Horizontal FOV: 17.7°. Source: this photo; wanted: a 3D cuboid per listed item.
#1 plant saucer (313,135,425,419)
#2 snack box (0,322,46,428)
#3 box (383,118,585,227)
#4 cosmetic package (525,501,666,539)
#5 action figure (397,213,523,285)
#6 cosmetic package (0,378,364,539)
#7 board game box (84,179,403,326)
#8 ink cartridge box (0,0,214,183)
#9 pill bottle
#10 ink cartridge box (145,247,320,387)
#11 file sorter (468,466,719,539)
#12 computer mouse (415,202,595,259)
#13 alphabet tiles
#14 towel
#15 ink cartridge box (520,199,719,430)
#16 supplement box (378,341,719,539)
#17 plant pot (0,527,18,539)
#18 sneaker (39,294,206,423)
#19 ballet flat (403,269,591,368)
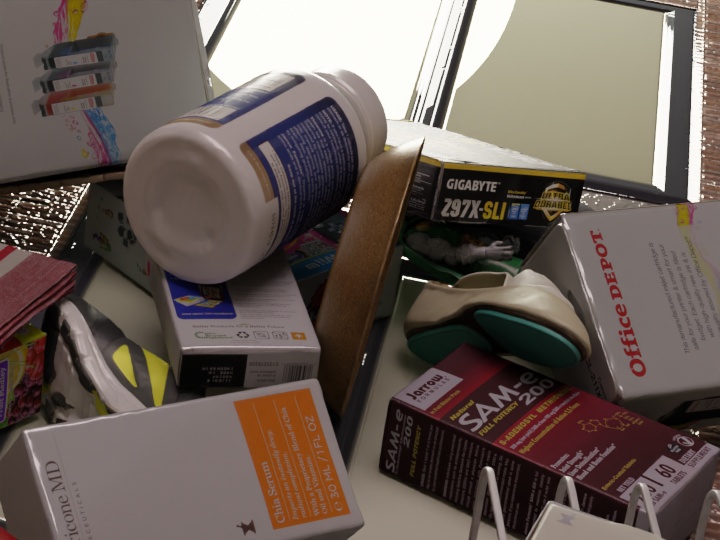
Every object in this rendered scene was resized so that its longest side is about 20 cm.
[{"bbox_3d":[0.000,0.000,1.581,0.035,0.201,0.200,17,28,2],"label":"plant saucer"},{"bbox_3d":[-0.334,0.063,1.511,0.168,0.068,0.199,28,32,33],"label":"snack box"},{"bbox_3d":[0.048,-0.078,1.775,0.159,0.050,0.199,4,11,-43],"label":"box"},{"bbox_3d":[0.115,0.231,1.193,0.105,0.201,0.071,16,29,15],"label":"cosmetic package"},{"bbox_3d":[0.100,0.000,1.732,0.199,0.055,0.118,25,11,9],"label":"action figure"},{"bbox_3d":[-0.109,0.136,1.394,0.199,0.071,0.102,-9,70,-29],"label":"cosmetic package"},{"bbox_3d":[-0.089,-0.017,1.737,0.147,0.065,0.200,-19,40,-41],"label":"board game box"},{"bbox_3d":[-0.214,-0.153,1.753,0.198,0.146,0.145,-8,9,-3],"label":"ink cartridge box"},{"bbox_3d":[-0.065,-0.074,1.597,0.110,0.112,0.200,22,31,23],"label":"pill bottle"},{"bbox_3d":[-0.092,0.014,1.579,0.094,0.037,0.200,1,32,-15],"label":"ink cartridge box"},{"bbox_3d":[0.161,0.202,1.343,0.198,0.125,0.139,6,29,-7],"label":"file sorter"},{"bbox_3d":[0.124,-0.039,1.849,0.199,0.053,0.138,23,30,24],"label":"computer mouse"},{"bbox_3d":[-0.208,-0.081,1.786,0.198,0.008,0.167,-6,11,10],"label":"alphabet tiles"},{"bbox_3d":[-0.305,0.011,1.524,0.199,0.023,0.144,15,30,21],"label":"towel"},{"bbox_3d":[0.231,0.033,1.653,0.199,0.083,0.147,-5,65,-24],"label":"ink cartridge box"},{"bbox_3d":[0.125,0.125,1.540,0.199,0.061,0.109,22,31,25],"label":"supplement box"},{"bbox_3d":[-0.246,0.201,1.159,0.199,0.202,0.182,-11,25,-32],"label":"plant pot"},{"bbox_3d":[-0.149,0.087,1.532,0.084,0.075,0.200,-4,39,-35],"label":"sneaker"},{"bbox_3d":[0.100,0.028,1.616,0.069,0.070,0.199,-12,6,-34],"label":"ballet flat"}]
